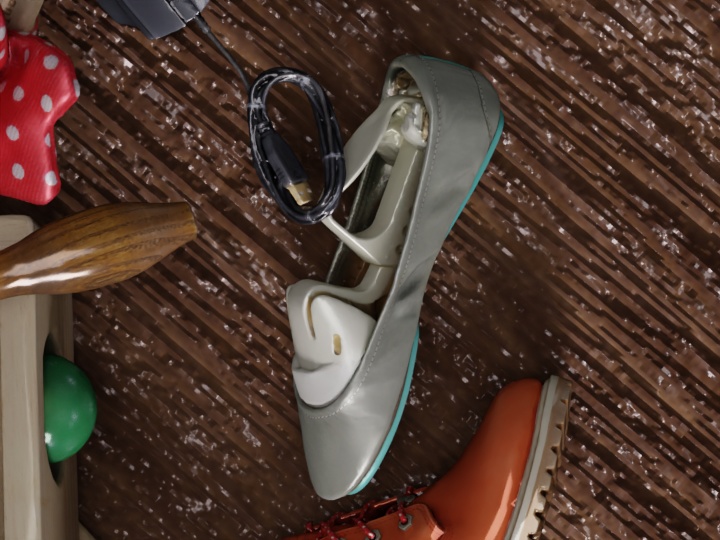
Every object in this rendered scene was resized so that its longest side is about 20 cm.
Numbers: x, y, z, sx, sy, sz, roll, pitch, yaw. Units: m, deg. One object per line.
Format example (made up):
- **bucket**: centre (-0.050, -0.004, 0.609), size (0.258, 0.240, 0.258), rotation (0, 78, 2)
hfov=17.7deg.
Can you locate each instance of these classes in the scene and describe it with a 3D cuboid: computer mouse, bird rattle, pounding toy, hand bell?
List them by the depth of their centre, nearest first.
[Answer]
- **hand bell**: centre (-0.161, 0.009, 0.922), size (0.200, 0.104, 0.104), rotation (-16, 93, -14)
- **bird rattle**: centre (-0.149, -0.125, 0.974), size (0.113, 0.163, 0.200), rotation (10, 89, -24)
- **computer mouse**: centre (-0.070, -0.103, 1.001), size (0.059, 0.034, 0.200), rotation (-40, 73, 9)
- **pounding toy**: centre (-0.185, 0.081, 1.013), size (0.200, 0.142, 0.184), rotation (-3, 80, 1)

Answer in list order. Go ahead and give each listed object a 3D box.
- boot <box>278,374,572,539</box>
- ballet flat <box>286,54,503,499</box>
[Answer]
- **boot**: centre (0.020, 0.123, 1.022), size (0.107, 0.075, 0.200), rotation (28, 96, 6)
- **ballet flat**: centre (0.000, 0.000, 1.012), size (0.064, 0.067, 0.200), rotation (20, 91, -32)
